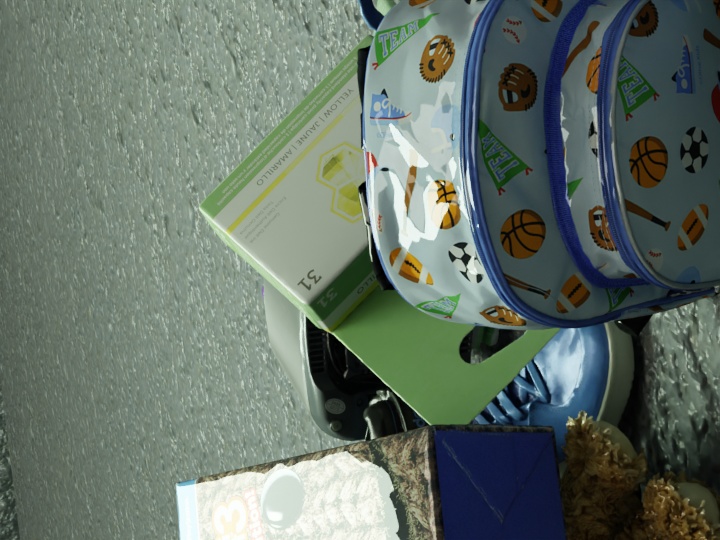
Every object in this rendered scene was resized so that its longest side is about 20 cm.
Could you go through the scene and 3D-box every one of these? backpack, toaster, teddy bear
[{"bbox_3d":[0.094,-0.055,0.809,0.154,0.190,0.201,-5,96,53],"label":"backpack"},{"bbox_3d":[0.000,0.000,1.132,0.129,0.113,0.201,-139,45,-63],"label":"toaster"},{"bbox_3d":[0.130,0.157,0.959,0.145,0.067,0.200,41,146,3],"label":"teddy bear"}]

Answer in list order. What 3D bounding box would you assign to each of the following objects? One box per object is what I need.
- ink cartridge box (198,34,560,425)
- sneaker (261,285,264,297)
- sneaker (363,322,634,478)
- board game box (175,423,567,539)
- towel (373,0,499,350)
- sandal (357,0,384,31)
[{"bbox_3d":[0.026,-0.022,0.996,0.200,0.146,0.048,41,173,33],"label":"ink cartridge box"},{"bbox_3d":[-0.032,-0.013,1.290,0.081,0.083,0.201,-103,7,-72],"label":"sneaker"},{"bbox_3d":[0.065,0.087,1.020,0.200,0.111,0.077,-51,44,44],"label":"sneaker"},{"bbox_3d":[0.006,0.174,0.935,0.200,0.097,0.160,-19,72,44],"label":"board game box"},{"bbox_3d":[0.049,-0.065,1.164,0.200,0.023,0.153,-122,29,-47],"label":"towel"},{"bbox_3d":[0.062,-0.127,1.007,0.200,0.087,0.080,-126,34,-45],"label":"sandal"}]
